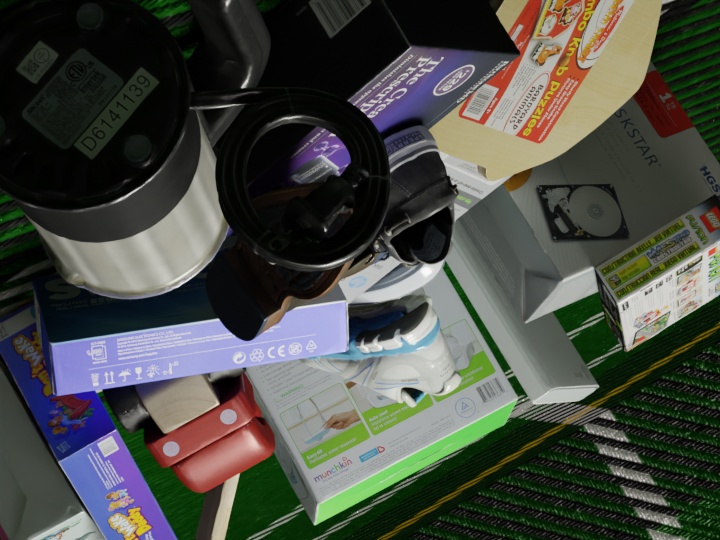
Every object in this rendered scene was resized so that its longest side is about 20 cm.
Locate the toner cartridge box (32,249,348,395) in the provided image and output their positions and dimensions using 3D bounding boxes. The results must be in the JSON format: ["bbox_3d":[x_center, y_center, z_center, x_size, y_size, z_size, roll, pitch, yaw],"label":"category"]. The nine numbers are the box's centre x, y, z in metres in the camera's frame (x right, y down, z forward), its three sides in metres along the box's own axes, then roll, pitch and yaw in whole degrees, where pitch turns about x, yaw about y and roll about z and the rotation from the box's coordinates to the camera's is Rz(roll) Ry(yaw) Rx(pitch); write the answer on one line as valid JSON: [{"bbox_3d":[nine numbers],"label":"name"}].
[{"bbox_3d":[-0.116,0.029,1.366,0.200,0.095,0.043,-8,120,-13],"label":"toner cartridge box"}]

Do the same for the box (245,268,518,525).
[{"bbox_3d":[0.006,0.093,1.767,0.200,0.177,0.097,-28,165,-12],"label":"box"}]

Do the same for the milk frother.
[{"bbox_3d":[-0.088,-0.046,1.079,0.180,0.200,0.188,-33,166,-5],"label":"milk frother"}]

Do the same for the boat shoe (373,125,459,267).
[{"bbox_3d":[0.035,-0.034,1.328,0.070,0.066,0.200,-28,168,-12],"label":"boat shoe"}]

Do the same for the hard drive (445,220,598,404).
[{"bbox_3d":[0.122,0.021,1.706,0.026,0.200,0.132,-36,165,18],"label":"hard drive"}]

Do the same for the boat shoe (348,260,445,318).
[{"bbox_3d":[0.000,0.000,1.563,0.062,0.072,0.200,24,157,-38],"label":"boat shoe"}]

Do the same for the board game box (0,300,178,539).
[{"bbox_3d":[-0.191,0.130,1.452,0.045,0.135,0.200,-29,143,-8],"label":"board game box"}]

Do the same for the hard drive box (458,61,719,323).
[{"bbox_3d":[0.179,-0.069,1.615,0.200,0.156,0.077,-22,162,-32],"label":"hard drive box"}]

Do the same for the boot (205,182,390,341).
[{"bbox_3d":[-0.023,-0.026,1.253,0.097,0.075,0.200,-33,179,-30],"label":"boot"}]

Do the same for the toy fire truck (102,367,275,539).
[{"bbox_3d":[-0.114,0.122,1.500,0.129,0.200,0.176,-29,-159,5],"label":"toy fire truck"}]

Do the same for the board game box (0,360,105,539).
[{"bbox_3d":[-0.252,0.149,1.504,0.064,0.148,0.200,-30,165,-7],"label":"board game box"}]

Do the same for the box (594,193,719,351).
[{"bbox_3d":[0.245,0.006,1.613,0.110,0.035,0.200,-32,164,1],"label":"box"}]

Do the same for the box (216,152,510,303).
[{"bbox_3d":[-0.004,-0.055,1.424,0.200,0.041,0.156,-40,142,27],"label":"box"}]

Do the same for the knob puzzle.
[{"bbox_3d":[0.131,-0.150,1.369,0.219,0.030,0.220,-29,142,-26],"label":"knob puzzle"}]

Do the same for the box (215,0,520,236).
[{"bbox_3d":[-0.021,-0.106,1.254,0.200,0.079,0.141,-38,166,28],"label":"box"}]

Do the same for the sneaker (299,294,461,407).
[{"bbox_3d":[0.012,0.071,1.606,0.075,0.087,0.200,-41,-162,-20],"label":"sneaker"}]
